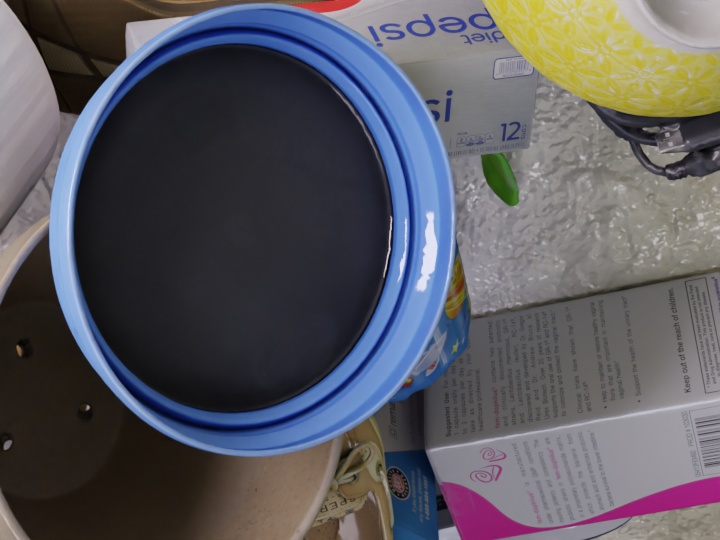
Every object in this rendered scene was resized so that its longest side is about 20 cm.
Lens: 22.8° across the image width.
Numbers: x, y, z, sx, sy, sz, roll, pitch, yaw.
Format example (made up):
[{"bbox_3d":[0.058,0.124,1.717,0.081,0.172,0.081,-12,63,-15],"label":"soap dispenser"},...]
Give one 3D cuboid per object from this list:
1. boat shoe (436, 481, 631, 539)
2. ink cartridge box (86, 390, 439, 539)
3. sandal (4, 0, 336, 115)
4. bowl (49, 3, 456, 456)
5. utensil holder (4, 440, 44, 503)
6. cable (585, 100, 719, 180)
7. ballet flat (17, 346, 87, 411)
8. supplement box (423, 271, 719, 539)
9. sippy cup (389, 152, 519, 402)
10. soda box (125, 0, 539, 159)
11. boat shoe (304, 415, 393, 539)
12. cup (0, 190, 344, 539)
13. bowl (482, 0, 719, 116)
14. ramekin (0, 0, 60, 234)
[{"bbox_3d":[0.097,0.179,1.196,0.201,0.075,0.086,-15,133,17],"label":"boat shoe"},{"bbox_3d":[-0.056,0.091,1.057,0.199,0.145,0.084,29,127,-26],"label":"ink cartridge box"},{"bbox_3d":[-0.103,-0.125,0.913,0.199,0.054,0.081,-3,133,-18],"label":"sandal"},{"bbox_3d":[-0.048,-0.018,0.806,0.200,0.202,0.039,34,166,-29],"label":"bowl"},{"bbox_3d":[-0.223,0.159,0.970,0.169,0.200,0.170,-33,164,-11],"label":"utensil holder"},{"bbox_3d":[0.201,-0.138,0.905,0.199,0.051,0.163,-25,122,17],"label":"cable"},{"bbox_3d":[-0.153,0.068,1.107,0.200,0.069,0.063,34,98,-32],"label":"ballet flat"},{"bbox_3d":[0.144,0.085,1.083,0.199,0.104,0.102,-12,135,10],"label":"supplement box"},{"bbox_3d":[0.000,0.000,0.979,0.177,0.140,0.131,-10,141,17],"label":"sippy cup"},{"bbox_3d":[-0.014,-0.092,0.891,0.199,0.068,0.064,-8,130,-15],"label":"soda box"},{"bbox_3d":[-0.012,0.135,0.964,0.073,0.063,0.201,-19,124,1],"label":"boat shoe"},{"bbox_3d":[-0.127,0.062,0.869,0.200,0.201,0.143,35,156,-30],"label":"cup"},{"bbox_3d":[0.149,-0.152,0.797,0.199,0.108,0.201,-1,113,-3],"label":"bowl"},{"bbox_3d":[-0.243,-0.083,0.870,0.200,0.098,0.201,24,145,18],"label":"ramekin"}]
